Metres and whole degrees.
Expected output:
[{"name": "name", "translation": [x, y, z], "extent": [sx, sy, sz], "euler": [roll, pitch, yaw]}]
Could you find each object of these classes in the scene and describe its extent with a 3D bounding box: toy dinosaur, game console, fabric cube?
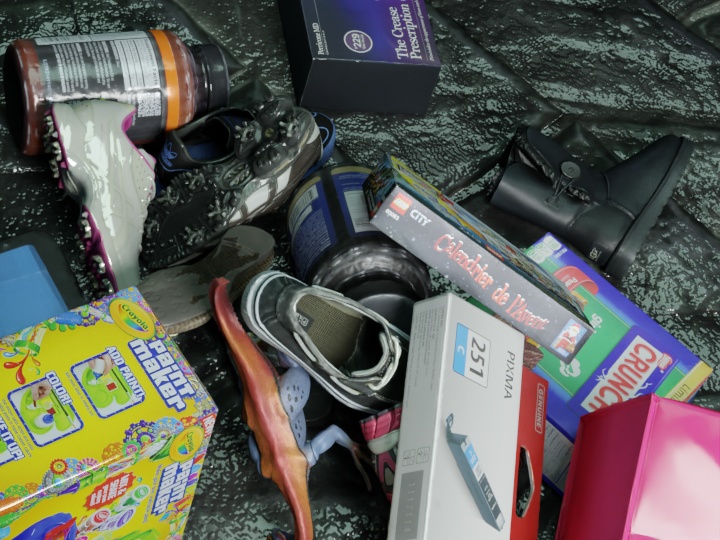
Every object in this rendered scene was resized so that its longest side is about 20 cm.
[{"name": "toy dinosaur", "translation": [-0.075, 0.132, 1.128], "extent": [0.199, 0.104, 0.183], "euler": [31, 46, -46]}, {"name": "game console", "translation": [-0.294, 0.044, 1.143], "extent": [0.199, 0.175, 0.118], "euler": [-22, 100, -30]}, {"name": "fabric cube", "translation": [0.263, 0.221, 1.085], "extent": [0.197, 0.196, 0.202], "euler": [15, 79, -5]}]

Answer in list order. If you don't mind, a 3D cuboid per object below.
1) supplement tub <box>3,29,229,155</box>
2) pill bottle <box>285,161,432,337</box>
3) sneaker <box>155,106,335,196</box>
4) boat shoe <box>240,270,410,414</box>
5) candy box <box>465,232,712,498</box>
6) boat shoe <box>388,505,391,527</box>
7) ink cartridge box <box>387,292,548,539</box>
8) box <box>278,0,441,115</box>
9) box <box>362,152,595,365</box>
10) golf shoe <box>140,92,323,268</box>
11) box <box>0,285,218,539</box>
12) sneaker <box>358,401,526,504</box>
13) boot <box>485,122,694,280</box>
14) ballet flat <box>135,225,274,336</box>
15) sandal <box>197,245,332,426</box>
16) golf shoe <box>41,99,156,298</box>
[{"name": "supplement tub", "translation": [-0.226, -0.169, 1.343], "extent": [0.198, 0.107, 0.108], "euler": [-8, 55, -24]}, {"name": "pill bottle", "translation": [0.000, 0.000, 1.239], "extent": [0.110, 0.113, 0.201], "euler": [5, 32, -14]}, {"name": "sneaker", "translation": [-0.101, -0.120, 1.361], "extent": [0.199, 0.078, 0.070], "euler": [-24, 62, -31]}, {"name": "boat shoe", "translation": [-0.004, 0.065, 1.094], "extent": [0.199, 0.071, 0.073], "euler": [29, 83, -38]}, {"name": "candy box", "translation": [0.183, 0.087, 1.286], "extent": [0.200, 0.077, 0.169], "euler": [42, 52, 15]}, {"name": "boat shoe", "translation": [0.031, 0.249, 1.115], "extent": [0.074, 0.093, 0.200], "euler": [37, 17, -10]}, {"name": "ink cartridge box", "translation": [0.101, 0.143, 1.110], "extent": [0.175, 0.044, 0.202], "euler": [29, 57, -38]}, {"name": "box", "translation": [-0.007, -0.262, 1.507], "extent": [0.139, 0.079, 0.202], "euler": [-1, 53, -15]}, {"name": "box", "translation": [0.093, -0.013, 1.179], "extent": [0.199, 0.038, 0.137], "euler": [35, 12, -11]}, {"name": "golf shoe", "translation": [-0.110, -0.064, 1.295], "extent": [0.199, 0.094, 0.078], "euler": [-39, 62, 6]}, {"name": "box", "translation": [-0.225, 0.143, 1.031], "extent": [0.191, 0.201, 0.122], "euler": [-24, 62, -30]}, {"name": "sneaker", "translation": [0.071, 0.155, 1.170], "extent": [0.199, 0.080, 0.075], "euler": [10, 61, -50]}, {"name": "boot", "translation": [0.231, -0.103, 1.452], "extent": [0.167, 0.077, 0.201], "euler": [33, 56, 5]}, {"name": "ballet flat", "translation": [-0.130, 0.016, 1.190], "extent": [0.067, 0.047, 0.200], "euler": [25, 29, 13]}, {"name": "sandal", "translation": [-0.087, 0.049, 1.249], "extent": [0.075, 0.048, 0.201], "euler": [-17, 58, -29]}, {"name": "golf shoe", "translation": [-0.209, -0.058, 1.249], "extent": [0.091, 0.075, 0.202], "euler": [-16, 84, -24]}]
